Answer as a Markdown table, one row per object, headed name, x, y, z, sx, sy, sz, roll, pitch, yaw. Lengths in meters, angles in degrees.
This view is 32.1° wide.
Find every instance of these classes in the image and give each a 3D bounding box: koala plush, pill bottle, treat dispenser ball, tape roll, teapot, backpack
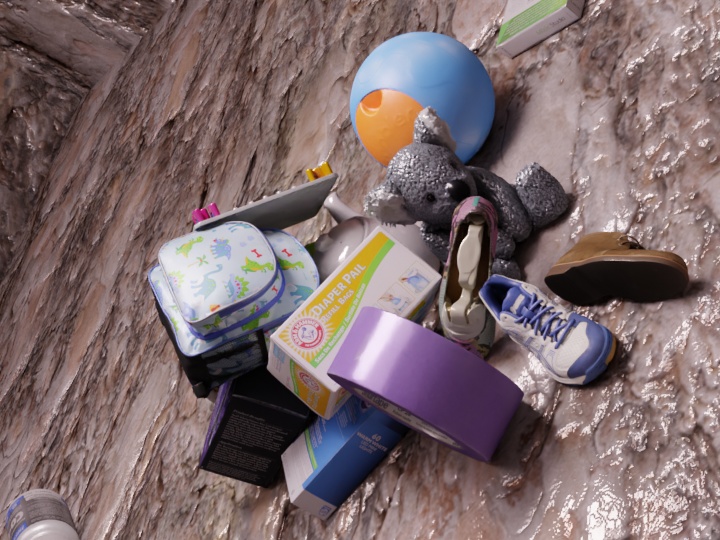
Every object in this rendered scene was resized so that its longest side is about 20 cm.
| name | x | y | z | sx | sy | sz | roll | pitch | yaw |
| --- | --- | --- | --- | --- | --- | --- | --- | --- | --- |
| koala plush | 0.108 | -0.085 | 1.529 | 0.177 | 0.200 | 0.184 | -59 | 25 | -4 |
| pill bottle | -0.541 | 0.462 | 2.140 | 0.114 | 0.114 | 0.200 | -57 | 25 | 0 |
| treat dispenser ball | 0.086 | -0.229 | 1.737 | 0.201 | 0.201 | 0.201 | -41 | 29 | 29 |
| tape roll | 0.069 | 0.123 | 1.353 | 0.085 | 0.200 | 0.200 | -62 | 26 | -9 |
| teapot | 0.000 | 0.000 | 1.686 | 0.200 | 0.146 | 0.198 | 2 | 62 | 60 |
| backpack | -0.151 | 0.031 | 1.580 | 0.200 | 0.147 | 0.183 | -20 | 50 | -13 |

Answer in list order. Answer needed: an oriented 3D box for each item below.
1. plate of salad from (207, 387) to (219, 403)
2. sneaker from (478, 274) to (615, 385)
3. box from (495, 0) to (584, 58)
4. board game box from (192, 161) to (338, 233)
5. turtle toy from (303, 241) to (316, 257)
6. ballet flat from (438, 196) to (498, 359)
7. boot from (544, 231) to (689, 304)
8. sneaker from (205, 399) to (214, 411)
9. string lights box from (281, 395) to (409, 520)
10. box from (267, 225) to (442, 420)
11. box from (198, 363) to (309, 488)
| name | x | y | z | sx | sy | sz | roll | pitch | yaw |
| --- | --- | --- | --- | --- | --- | --- | --- | --- | --- |
| plate of salad | -0.165 | 0.106 | 1.832 | 0.048 | 0.200 | 0.200 | 19 | 74 | 33 |
| sneaker | 0.191 | 0.060 | 1.343 | 0.075 | 0.088 | 0.200 | -56 | 26 | -3 |
| box | 0.274 | -0.415 | 1.819 | 0.144 | 0.036 | 0.200 | -24 | 39 | 49 |
| board game box | -0.140 | -0.076 | 1.686 | 0.200 | 0.026 | 0.200 | -21 | -8 | -15 |
| turtle toy | -0.106 | 0.027 | 1.765 | 0.101 | 0.146 | 0.200 | -4 | 29 | 36 |
| ballet flat | 0.123 | 0.016 | 1.434 | 0.071 | 0.069 | 0.200 | -41 | -44 | -71 |
| boot | 0.274 | -0.012 | 1.311 | 0.075 | 0.074 | 0.200 | -54 | 21 | -18 |
| sneaker | -0.186 | 0.133 | 1.947 | 0.200 | 0.081 | 0.083 | -57 | -4 | -25 |
| string lights box | -0.012 | 0.203 | 1.567 | 0.200 | 0.059 | 0.103 | -49 | 26 | 15 |
| box | -0.009 | 0.064 | 1.500 | 0.200 | 0.101 | 0.113 | -46 | -12 | -21 |
| box | -0.134 | 0.175 | 1.691 | 0.200 | 0.104 | 0.148 | 117 | 168 | -46 |
